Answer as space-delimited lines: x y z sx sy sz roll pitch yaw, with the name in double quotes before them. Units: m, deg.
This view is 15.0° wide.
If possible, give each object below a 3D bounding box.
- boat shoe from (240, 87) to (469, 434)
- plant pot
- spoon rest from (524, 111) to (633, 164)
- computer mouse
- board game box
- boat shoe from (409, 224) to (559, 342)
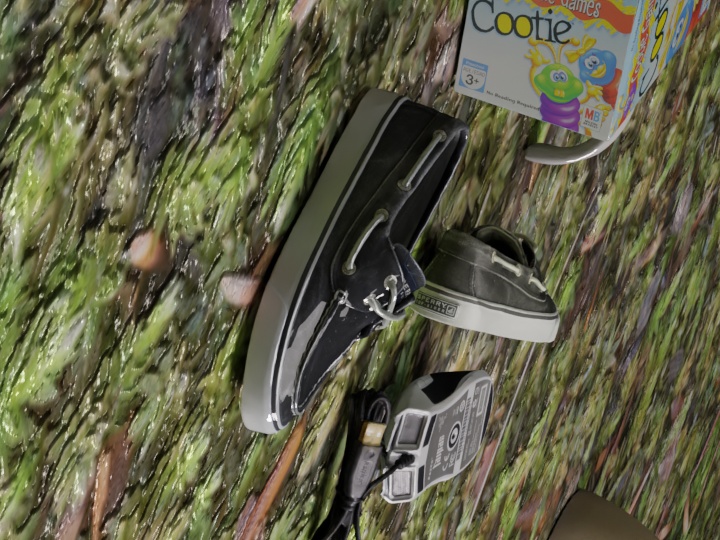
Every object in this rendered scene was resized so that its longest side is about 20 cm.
"boat shoe" 0.000 0.000 1.430 0.072 0.068 0.200 76 36 -63
"plant pot" 0.231 0.317 2.489 0.200 0.134 0.201 20 90 -74
"spoon rest" 0.168 -0.163 1.837 0.099 0.060 0.201 -24 132 -70
"computer mouse" 0.026 0.109 1.707 0.200 0.044 0.110 -24 126 -62
"board game box" 0.145 -0.177 1.656 0.200 0.105 0.103 -49 154 -53
"boat shoe" 0.091 0.006 1.750 0.064 0.071 0.200 -71 163 4
